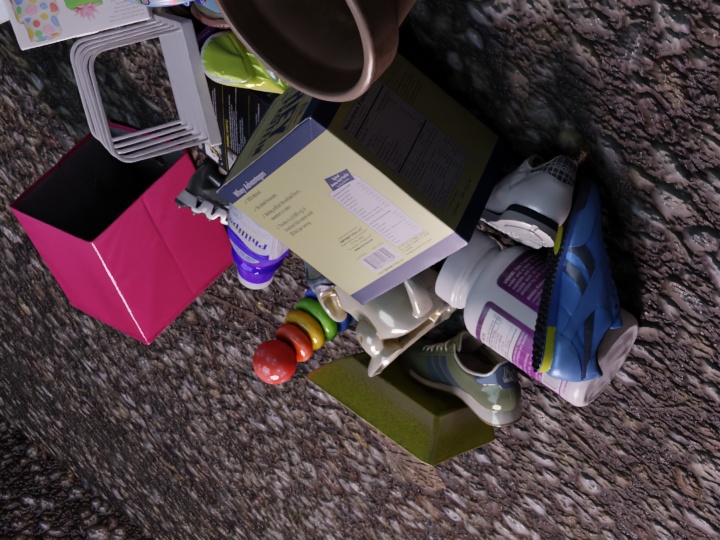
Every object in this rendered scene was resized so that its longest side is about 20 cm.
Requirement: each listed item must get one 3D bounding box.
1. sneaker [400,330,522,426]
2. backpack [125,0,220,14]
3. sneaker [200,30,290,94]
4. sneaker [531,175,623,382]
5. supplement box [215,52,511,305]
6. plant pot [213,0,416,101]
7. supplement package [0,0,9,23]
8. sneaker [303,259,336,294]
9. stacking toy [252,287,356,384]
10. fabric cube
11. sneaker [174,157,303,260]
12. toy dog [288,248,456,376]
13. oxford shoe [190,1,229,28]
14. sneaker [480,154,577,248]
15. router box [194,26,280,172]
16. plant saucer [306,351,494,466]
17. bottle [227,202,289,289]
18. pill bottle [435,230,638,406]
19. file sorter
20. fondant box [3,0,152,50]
[{"bbox_3d":[0.123,0.106,1.789,0.200,0.067,0.090,31,133,45],"label":"sneaker"},{"bbox_3d":[-0.181,-0.329,1.437,0.182,0.200,0.135,31,151,27],"label":"backpack"},{"bbox_3d":[-0.068,-0.221,1.598,0.199,0.076,0.105,16,-172,16],"label":"sneaker"},{"bbox_3d":[0.219,0.010,1.433,0.078,0.201,0.066,7,-171,-3],"label":"sneaker"},{"bbox_3d":[0.002,-0.101,1.485,0.200,0.135,0.200,38,144,-16],"label":"supplement box"},{"bbox_3d":[-0.012,-0.277,1.287,0.200,0.175,0.201,36,153,21],"label":"plant pot"},{"bbox_3d":[-0.391,-0.378,1.635,0.199,0.151,0.152,-19,120,19],"label":"supplement package"},{"bbox_3d":[-0.047,-0.068,1.612,0.077,0.201,0.086,-22,137,34],"label":"sneaker"},{"bbox_3d":[-0.059,0.065,1.830,0.085,0.200,0.086,35,153,21],"label":"stacking toy"},{"bbox_3d":[-0.325,-0.056,2.060,0.196,0.200,0.200,20,147,41],"label":"fabric cube"},{"bbox_3d":[-0.129,-0.083,1.873,0.199,0.091,0.066,25,-176,-8],"label":"sneaker"},{"bbox_3d":[0.000,0.000,1.706,0.200,0.139,0.194,49,176,10],"label":"toy dog"},{"bbox_3d":[-0.115,-0.294,1.567,0.200,0.071,0.074,16,117,47],"label":"oxford shoe"},{"bbox_3d":[0.164,-0.071,1.455,0.076,0.081,0.200,24,178,-13],"label":"sneaker"},{"bbox_3d":[-0.136,-0.179,1.759,0.149,0.051,0.200,38,153,19],"label":"router box"},{"bbox_3d":[0.063,0.155,1.856,0.200,0.199,0.048,35,109,22],"label":"plant saucer"},{"bbox_3d":[-0.120,-0.050,1.772,0.083,0.065,0.200,39,150,15],"label":"bottle"},{"bbox_3d":[0.180,0.044,1.544,0.200,0.112,0.112,35,153,21],"label":"pill bottle"},{"bbox_3d":[-0.250,-0.208,1.685,0.200,0.124,0.139,-145,39,-69],"label":"file sorter"},{"bbox_3d":[-0.311,-0.343,1.522,0.058,0.144,0.201,-98,-6,-61],"label":"fondant box"}]
